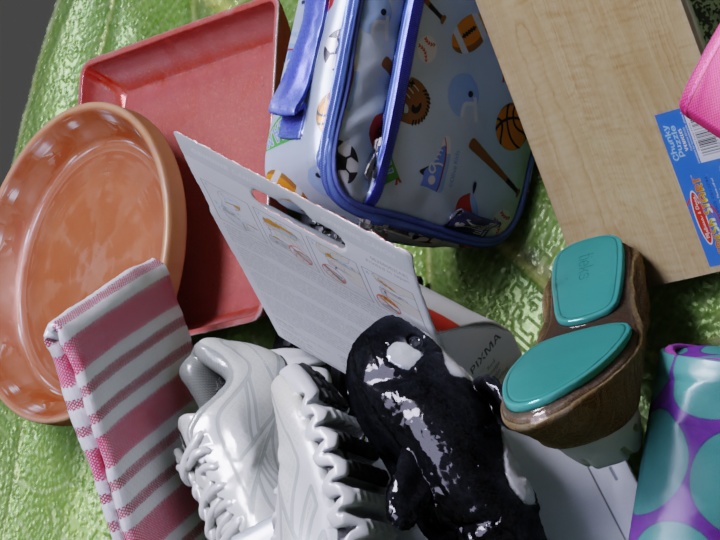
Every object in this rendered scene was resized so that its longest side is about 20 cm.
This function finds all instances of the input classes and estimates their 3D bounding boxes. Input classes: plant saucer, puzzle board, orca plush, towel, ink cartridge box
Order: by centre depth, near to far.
[{"bbox_3d":[0.036,0.120,1.357,0.105,0.071,0.201,-20,88,51],"label":"orca plush"},{"bbox_3d":[0.130,-0.090,1.415,0.150,0.017,0.201,-15,98,56],"label":"puzzle board"},{"bbox_3d":[0.000,0.000,1.456,0.162,0.200,0.050,28,67,31],"label":"ink cartridge box"},{"bbox_3d":[-0.117,0.104,1.563,0.030,0.146,0.201,-15,98,20],"label":"towel"},{"bbox_3d":[-0.106,-0.050,1.723,0.199,0.037,0.201,-14,68,47],"label":"plant saucer"},{"bbox_3d":[-0.169,-0.003,1.731,0.200,0.032,0.201,-18,66,46],"label":"plant saucer"}]

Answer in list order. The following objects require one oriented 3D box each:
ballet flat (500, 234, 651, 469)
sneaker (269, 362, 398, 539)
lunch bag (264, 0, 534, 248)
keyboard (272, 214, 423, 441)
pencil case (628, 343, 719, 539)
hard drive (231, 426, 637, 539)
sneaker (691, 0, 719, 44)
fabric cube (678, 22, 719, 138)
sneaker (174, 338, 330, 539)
[{"bbox_3d":[0.113,0.051,1.365,0.067,0.200,0.073,-16,109,15],"label":"ballet flat"},{"bbox_3d":[-0.019,0.142,1.388,0.081,0.075,0.201,-22,69,15],"label":"sneaker"},{"bbox_3d":[0.028,-0.108,1.507,0.075,0.160,0.201,4,80,48],"label":"lunch bag"},{"bbox_3d":[-0.011,0.042,1.609,0.127,0.021,0.201,6,84,48],"label":"keyboard"},{"bbox_3d":[0.172,0.135,1.335,0.092,0.085,0.201,10,86,6],"label":"pencil case"},{"bbox_3d":[0.049,0.147,1.418,0.199,0.027,0.132,-28,69,4],"label":"hard drive"},{"bbox_3d":[0.152,-0.162,1.460,0.089,0.077,0.200,-42,65,5],"label":"sneaker"},{"bbox_3d":[0.297,-0.084,1.184,0.199,0.196,0.201,41,108,43],"label":"fabric cube"},{"bbox_3d":[-0.064,0.121,1.526,0.075,0.081,0.201,-48,31,37],"label":"sneaker"}]
